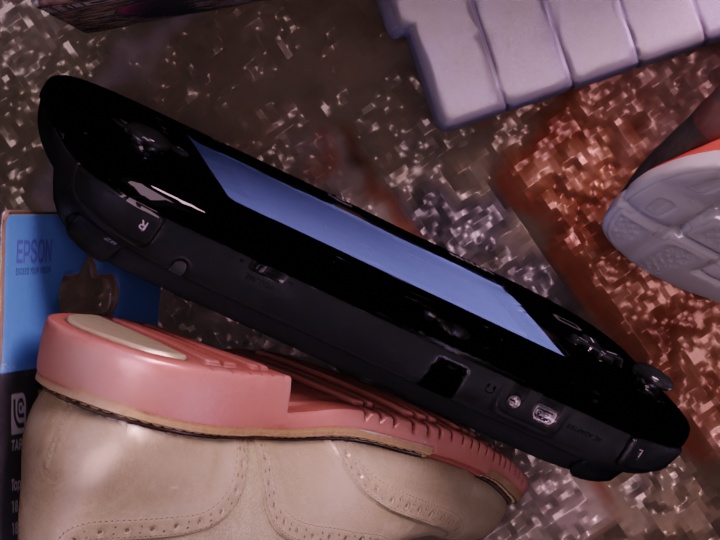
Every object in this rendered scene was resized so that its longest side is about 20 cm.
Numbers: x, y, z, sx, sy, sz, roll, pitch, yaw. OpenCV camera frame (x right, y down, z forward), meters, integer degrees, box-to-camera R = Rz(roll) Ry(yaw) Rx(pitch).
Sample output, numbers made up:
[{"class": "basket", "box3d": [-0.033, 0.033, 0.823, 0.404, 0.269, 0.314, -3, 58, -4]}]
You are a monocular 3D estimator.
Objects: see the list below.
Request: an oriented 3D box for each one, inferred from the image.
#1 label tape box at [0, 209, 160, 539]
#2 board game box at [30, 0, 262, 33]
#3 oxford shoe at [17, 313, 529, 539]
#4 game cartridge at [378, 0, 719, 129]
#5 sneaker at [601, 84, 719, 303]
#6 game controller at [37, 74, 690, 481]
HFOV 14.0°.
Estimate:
[{"class": "label tape box", "box3d": [-0.104, 0.083, 0.829, 0.063, 0.144, 0.200, 0, 91, 13]}, {"class": "board game box", "box3d": [0.009, -0.130, 0.773, 0.200, 0.159, 0.097, -10, 92, 1]}, {"class": "oxford shoe", "box3d": [-0.027, 0.062, 0.822, 0.071, 0.200, 0.074, 19, 92, 41]}, {"class": "game cartridge", "box3d": [0.049, -0.155, 0.875, 0.130, 0.038, 0.200, -18, 91, 4]}, {"class": "sneaker", "box3d": [0.147, -0.053, 0.832, 0.077, 0.200, 0.082, 31, 55, -20]}, {"class": "game controller", "box3d": [0.000, 0.000, 0.827, 0.200, 0.104, 0.042, 26, 109, -21]}]
